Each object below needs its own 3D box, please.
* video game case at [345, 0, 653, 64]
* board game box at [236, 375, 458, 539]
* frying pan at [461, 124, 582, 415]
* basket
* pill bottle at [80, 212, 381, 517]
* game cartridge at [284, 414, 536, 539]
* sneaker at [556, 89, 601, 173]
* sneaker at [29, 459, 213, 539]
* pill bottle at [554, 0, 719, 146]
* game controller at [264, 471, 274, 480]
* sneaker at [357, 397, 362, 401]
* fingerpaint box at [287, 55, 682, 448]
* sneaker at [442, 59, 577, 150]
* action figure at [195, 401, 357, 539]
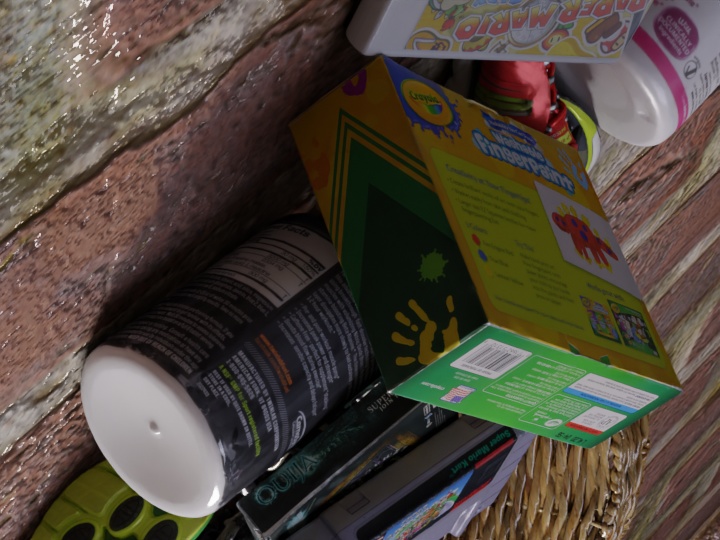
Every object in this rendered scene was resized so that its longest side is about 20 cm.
[{"bbox_3d":[0.106,-0.187,1.204,0.199,0.023,0.183,-3,133,-43],"label":"video game case"},{"bbox_3d":[-0.001,0.120,1.305,0.135,0.028,0.200,-39,163,-10],"label":"board game box"},{"bbox_3d":[0.091,0.012,1.385,0.115,0.031,0.191,-55,158,-69],"label":"frying pan"},{"bbox_3d":[0.130,0.114,1.565,0.149,0.142,0.201,-31,132,-65],"label":"basket"},{"bbox_3d":[-0.047,0.038,1.245,0.200,0.106,0.107,-36,158,-37],"label":"pill bottle"},{"bbox_3d":[0.020,0.144,1.306,0.200,0.038,0.130,-32,165,-32],"label":"game cartridge"},{"bbox_3d":[0.097,-0.048,1.475,0.081,0.074,0.200,-49,163,-31],"label":"sneaker"},{"bbox_3d":[-0.155,0.174,1.321,0.200,0.074,0.084,-45,162,12],"label":"sneaker"},{"bbox_3d":[0.207,-0.182,1.417,0.200,0.113,0.113,-46,162,-16],"label":"pill bottle"},{"bbox_3d":[-0.016,0.140,1.665,0.200,0.042,0.105,-23,134,-57],"label":"game controller"},{"bbox_3d":[0.015,0.078,1.434,0.200,0.072,0.115,92,22,-85],"label":"sneaker"},{"bbox_3d":[0.068,-0.005,1.236,0.073,0.168,0.200,-34,151,25],"label":"fingerpaint box"},{"bbox_3d":[0.098,-0.103,1.355,0.077,0.085,0.201,-33,156,-45],"label":"sneaker"},{"bbox_3d":[-0.073,0.126,1.375,0.119,0.102,0.200,-41,168,-47],"label":"action figure"}]
